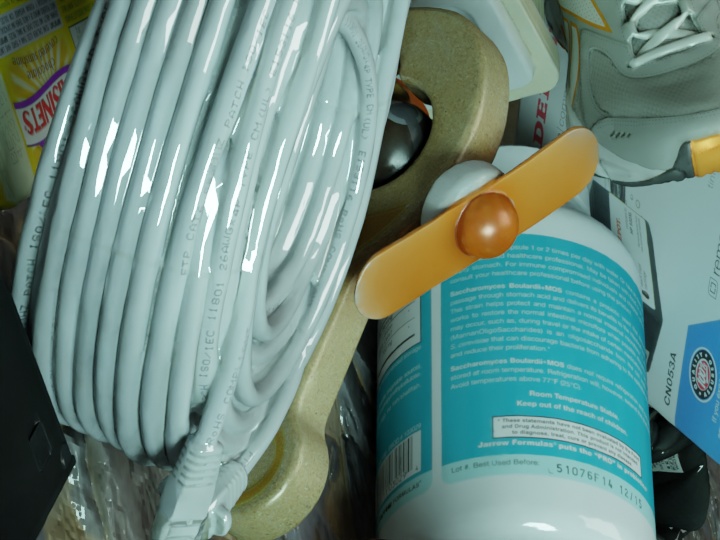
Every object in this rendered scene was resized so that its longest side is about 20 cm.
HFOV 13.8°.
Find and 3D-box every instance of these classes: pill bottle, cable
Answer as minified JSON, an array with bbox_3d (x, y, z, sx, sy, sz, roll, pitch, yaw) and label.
[{"bbox_3d":[0.061,0.048,1.197,0.111,0.110,0.201,56,28,-48],"label":"pill bottle"},{"bbox_3d":[-0.039,-0.038,0.894,0.200,0.069,0.201,-57,161,-59],"label":"cable"}]

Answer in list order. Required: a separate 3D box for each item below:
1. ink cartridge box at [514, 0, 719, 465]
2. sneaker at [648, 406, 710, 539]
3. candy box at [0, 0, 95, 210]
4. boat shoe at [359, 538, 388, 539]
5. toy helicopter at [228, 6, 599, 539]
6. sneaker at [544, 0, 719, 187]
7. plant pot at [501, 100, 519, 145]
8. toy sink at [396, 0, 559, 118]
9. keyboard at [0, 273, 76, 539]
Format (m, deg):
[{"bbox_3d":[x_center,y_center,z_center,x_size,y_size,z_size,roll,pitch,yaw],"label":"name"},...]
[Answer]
[{"bbox_3d":[0.146,-0.025,1.258,0.200,0.083,0.146,42,-47,52],"label":"ink cartridge box"},{"bbox_3d":[0.099,0.076,1.291,0.201,0.111,0.077,-83,153,-47],"label":"sneaker"},{"bbox_3d":[-0.099,-0.088,0.945,0.200,0.026,0.103,-44,120,-69],"label":"candy box"},{"bbox_3d":[0.039,0.143,1.005,0.200,0.070,0.071,18,-63,59],"label":"boat shoe"},{"bbox_3d":[0.000,0.000,1.019,0.079,0.132,0.201,42,61,-47],"label":"toy helicopter"},{"bbox_3d":[0.106,-0.108,1.163,0.200,0.075,0.092,-108,-173,-57],"label":"sneaker"},{"bbox_3d":[0.164,-0.041,1.456,0.200,0.183,0.202,-13,90,-73],"label":"plant pot"},{"bbox_3d":[0.007,-0.129,1.156,0.130,0.111,0.201,54,29,-49],"label":"toy sink"},{"bbox_3d":[-0.114,0.094,0.765,0.200,0.020,0.128,-65,143,-56],"label":"keyboard"}]
